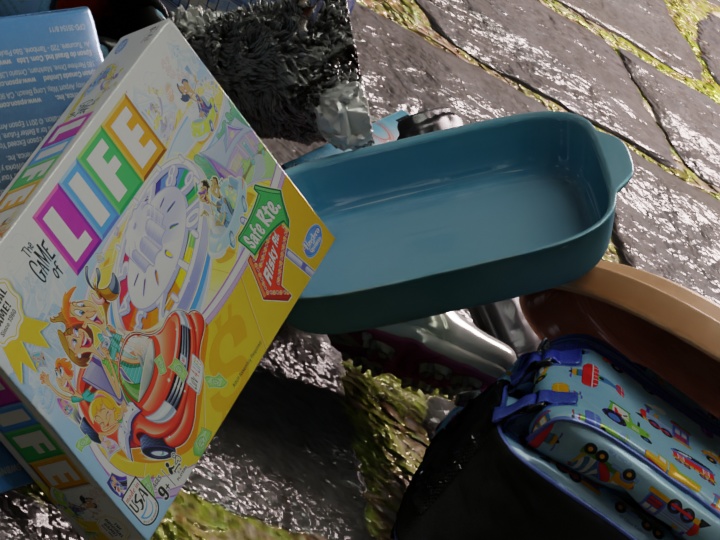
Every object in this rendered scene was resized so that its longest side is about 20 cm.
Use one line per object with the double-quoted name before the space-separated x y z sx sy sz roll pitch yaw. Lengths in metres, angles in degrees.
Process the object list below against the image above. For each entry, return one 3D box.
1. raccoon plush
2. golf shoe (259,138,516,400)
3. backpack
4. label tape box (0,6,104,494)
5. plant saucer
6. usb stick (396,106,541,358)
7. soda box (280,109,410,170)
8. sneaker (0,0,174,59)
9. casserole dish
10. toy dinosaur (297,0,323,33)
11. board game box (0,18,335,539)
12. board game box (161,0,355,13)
"raccoon plush" -0.067 -0.105 1.332 0.134 0.097 0.200 -10 6 0
"golf shoe" 0.000 0.000 1.290 0.200 0.092 0.075 25 -18 -14
"backpack" 0.120 0.114 1.224 0.182 0.135 0.200 36 19 -2
"label tape box" -0.159 -0.008 1.094 0.144 0.063 0.200 -14 88 -52
"plant saucer" 0.171 0.054 1.248 0.200 0.032 0.200 33 -13 9
"usb stick" 0.073 0.004 1.399 0.055 0.033 0.200 -16 82 -56
"soda box" -0.001 -0.034 1.427 0.068 0.064 0.200 40 22 8
"sneaker" -0.130 -0.100 1.208 0.090 0.078 0.200 17 -26 29
"casserole dish" 0.036 -0.020 1.209 0.121 0.200 0.039 -100 176 -55
"toy dinosaur" -0.099 -0.178 1.267 0.181 0.105 0.200 17 -9 12
"board game box" -0.098 0.004 1.081 0.135 0.034 0.200 53 44 -23
"board game box" -0.087 -0.235 1.580 0.200 0.200 0.062 23 19 6
